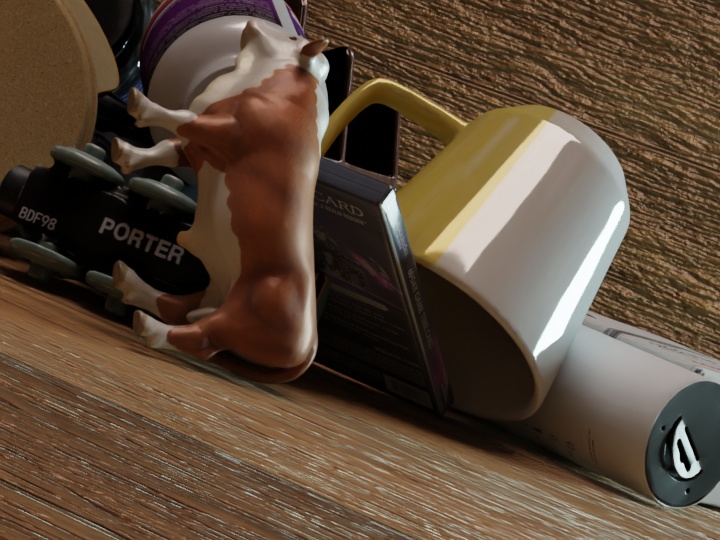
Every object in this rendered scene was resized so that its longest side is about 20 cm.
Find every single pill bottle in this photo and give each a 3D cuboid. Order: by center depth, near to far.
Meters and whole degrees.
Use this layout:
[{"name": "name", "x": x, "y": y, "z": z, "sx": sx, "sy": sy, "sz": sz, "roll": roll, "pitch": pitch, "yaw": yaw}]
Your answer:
[{"name": "pill bottle", "x": -0.080, "y": -0.113, "z": 1.661, "sx": 0.112, "sy": 0.113, "sz": 0.200, "roll": 20, "pitch": 14, "yaw": -12}, {"name": "pill bottle", "x": -0.190, "y": -0.156, "z": 1.807, "sx": 0.111, "sy": 0.113, "sz": 0.200, "roll": 20, "pitch": -10, "yaw": 2}]

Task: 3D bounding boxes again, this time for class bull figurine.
[{"name": "bull figurine", "x": -0.068, "y": -0.041, "z": 1.408, "sx": 0.121, "sy": 0.202, "sz": 0.065, "roll": 1, "pitch": -12, "yaw": -21}]

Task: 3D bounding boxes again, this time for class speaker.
[{"name": "speaker", "x": 0.135, "y": 0.076, "z": 1.619, "sx": 0.081, "sy": 0.082, "sz": 0.200, "roll": 17, "pitch": 4, "yaw": -41}]

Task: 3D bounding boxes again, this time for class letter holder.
[{"name": "letter holder", "x": -0.061, "y": -0.114, "z": 2.028, "sx": 0.100, "sy": 0.143, "sz": 0.200, "roll": 15, "pitch": -20, "yaw": -29}]

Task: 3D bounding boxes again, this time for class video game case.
[{"name": "video game case", "x": -0.024, "y": -0.003, "z": 1.544, "sx": 0.142, "sy": 0.019, "sz": 0.201, "roll": 23, "pitch": -31, "yaw": 29}]

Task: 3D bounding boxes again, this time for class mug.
[{"name": "mug", "x": 0.073, "y": -0.029, "z": 1.573, "sx": 0.149, "sy": 0.153, "sz": 0.187, "roll": 2, "pitch": -43, "yaw": 52}]

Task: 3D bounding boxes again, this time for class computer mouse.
[{"name": "computer mouse", "x": -0.131, "y": -0.053, "z": 1.663, "sx": 0.138, "sy": 0.053, "sz": 0.200, "roll": 31, "pitch": 24, "yaw": -28}]

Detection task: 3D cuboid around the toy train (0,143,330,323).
[{"name": "toy train", "x": -0.110, "y": -0.006, "z": 1.513, "sx": 0.199, "sy": 0.086, "sz": 0.114, "roll": 20, "pitch": -9, "yaw": 20}]

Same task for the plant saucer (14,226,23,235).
[{"name": "plant saucer", "x": -0.133, "y": -0.017, "z": 1.760, "sx": 0.070, "sy": 0.019, "sz": 0.199, "roll": -30, "pitch": -30, "yaw": 32}]

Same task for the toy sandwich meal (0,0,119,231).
[{"name": "toy sandwich meal", "x": -0.245, "y": -0.113, "z": 1.593, "sx": 0.204, "sy": 0.207, "sz": 0.070, "roll": 19, "pitch": -19, "yaw": -25}]

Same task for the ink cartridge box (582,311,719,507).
[{"name": "ink cartridge box", "x": 0.194, "y": 0.089, "z": 1.737, "sx": 0.145, "sy": 0.085, "sz": 0.200, "roll": 18, "pitch": 6, "yaw": -36}]
